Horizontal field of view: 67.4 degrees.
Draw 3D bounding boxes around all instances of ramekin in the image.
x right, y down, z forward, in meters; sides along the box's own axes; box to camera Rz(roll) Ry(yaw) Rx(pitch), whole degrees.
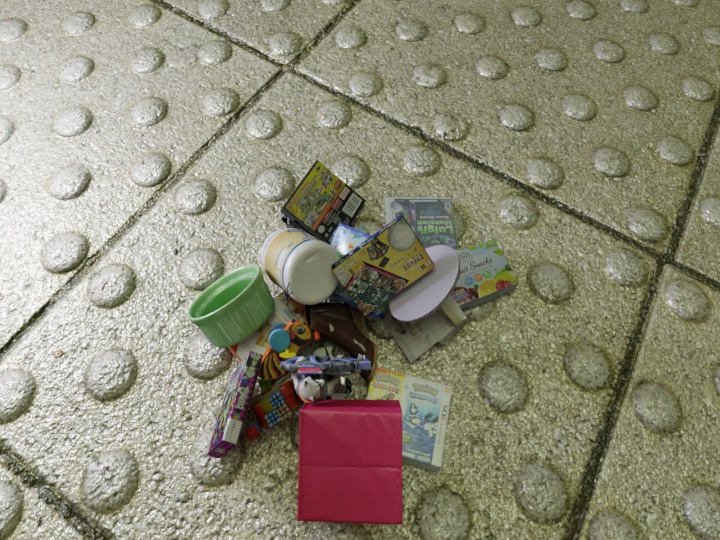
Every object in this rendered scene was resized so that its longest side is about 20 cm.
[{"bbox_3d":[-0.295,0.085,1.260,0.195,0.099,0.202,-25,24,12],"label":"ramekin"}]

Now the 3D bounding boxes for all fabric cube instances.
[{"bbox_3d":[-0.015,0.367,1.067,0.192,0.196,0.208,0,84,1],"label":"fabric cube"}]

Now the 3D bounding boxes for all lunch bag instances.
[{"bbox_3d":[0.000,0.000,1.324,0.195,0.127,0.174,24,88,12],"label":"lunch bag"}]

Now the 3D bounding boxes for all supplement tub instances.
[{"bbox_3d":[-0.147,-0.017,1.281,0.143,0.148,0.199,-32,30,-20],"label":"supplement tub"}]

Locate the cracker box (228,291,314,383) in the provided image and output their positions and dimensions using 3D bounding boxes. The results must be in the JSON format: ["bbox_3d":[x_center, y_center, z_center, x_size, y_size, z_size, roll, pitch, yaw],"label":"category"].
[{"bbox_3d":[-0.205,0.159,1.296,0.133,0.058,0.199,40,66,19],"label":"cracker box"}]

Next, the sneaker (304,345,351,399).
[{"bbox_3d":[-0.049,0.259,1.236,0.086,0.075,0.203,-24,64,-14],"label":"sneaker"}]

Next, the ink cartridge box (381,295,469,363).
[{"bbox_3d":[0.145,0.101,1.345,0.175,0.045,0.202,-39,60,7],"label":"ink cartridge box"}]

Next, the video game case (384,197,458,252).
[{"bbox_3d":[0.167,-0.125,1.498,0.192,0.024,0.187,0,60,-3],"label":"video game case"}]

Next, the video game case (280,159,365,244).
[{"bbox_3d":[-0.097,-0.176,1.465,0.179,0.025,0.203,37,56,-10],"label":"video game case"}]

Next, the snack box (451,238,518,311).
[{"bbox_3d":[0.290,0.016,1.405,0.194,0.054,0.145,-19,61,-11],"label":"snack box"}]

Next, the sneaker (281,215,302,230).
[{"bbox_3d":[-0.170,-0.155,1.477,0.101,0.060,0.206,-6,64,-12],"label":"sneaker"}]

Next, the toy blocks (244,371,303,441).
[{"bbox_3d":[-0.179,0.281,1.151,0.197,0.137,0.102,-33,95,-4],"label":"toy blocks"}]

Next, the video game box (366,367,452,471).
[{"bbox_3d":[0.101,0.332,1.220,0.193,0.047,0.187,13,58,4],"label":"video game box"}]

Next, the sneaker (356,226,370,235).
[{"bbox_3d":[-0.029,-0.030,1.404,0.086,0.078,0.199,40,66,15],"label":"sneaker"}]

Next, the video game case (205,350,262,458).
[{"bbox_3d":[-0.268,0.287,1.139,0.035,0.200,0.186,21,59,-15],"label":"video game case"}]

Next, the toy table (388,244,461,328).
[{"bbox_3d":[0.162,0.047,1.265,0.198,0.117,0.186,-37,61,8],"label":"toy table"}]

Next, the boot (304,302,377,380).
[{"bbox_3d":[-0.050,0.159,1.262,0.162,0.073,0.204,15,40,-29],"label":"boot"}]

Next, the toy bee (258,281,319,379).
[{"bbox_3d":[-0.146,0.151,1.165,0.106,0.204,0.132,21,27,-10],"label":"toy bee"}]

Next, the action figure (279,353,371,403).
[{"bbox_3d":[-0.055,0.221,1.093,0.194,0.192,0.109,-3,92,25],"label":"action figure"}]

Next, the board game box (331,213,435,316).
[{"bbox_3d":[0.050,-0.010,1.202,0.197,0.035,0.137,-34,107,9],"label":"board game box"}]
